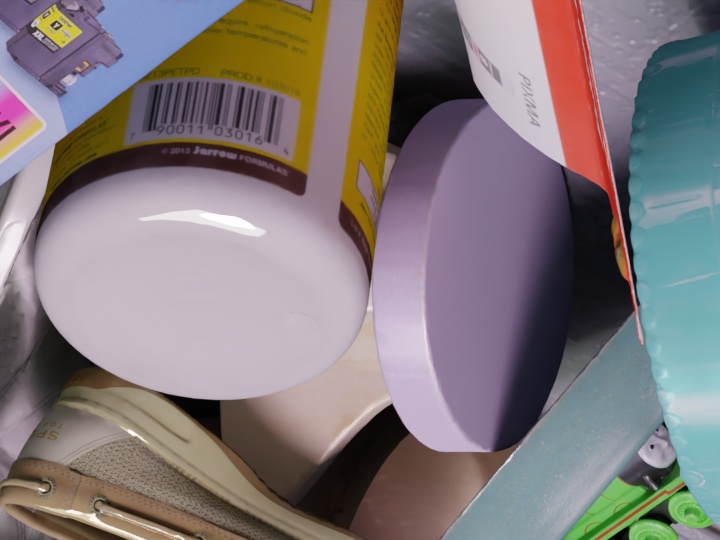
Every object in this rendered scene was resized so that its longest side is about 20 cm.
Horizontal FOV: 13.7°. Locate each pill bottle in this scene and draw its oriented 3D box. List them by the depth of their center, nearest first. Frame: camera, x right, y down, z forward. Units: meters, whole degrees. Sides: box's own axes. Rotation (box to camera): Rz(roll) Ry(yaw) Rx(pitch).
[{"bbox_3d":[-0.043,-0.065,1.004,0.109,0.201,0.110,4,142,4],"label":"pill bottle"}]

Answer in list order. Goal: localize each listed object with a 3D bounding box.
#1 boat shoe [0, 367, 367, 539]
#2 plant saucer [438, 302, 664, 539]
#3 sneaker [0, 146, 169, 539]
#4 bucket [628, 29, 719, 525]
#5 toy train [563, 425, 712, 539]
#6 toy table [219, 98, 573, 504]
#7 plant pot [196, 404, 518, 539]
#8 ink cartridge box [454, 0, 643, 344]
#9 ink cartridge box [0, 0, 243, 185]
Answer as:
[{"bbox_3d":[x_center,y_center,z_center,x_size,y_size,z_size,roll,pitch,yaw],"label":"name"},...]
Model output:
[{"bbox_3d":[-0.039,0.117,1.095,0.200,0.063,0.073,39,153,-11],"label":"boat shoe"},{"bbox_3d":[0.087,0.065,1.155,0.036,0.200,0.200,40,139,5],"label":"plant saucer"},{"bbox_3d":[-0.113,0.021,1.170,0.099,0.201,0.071,14,-175,-20],"label":"sneaker"},{"bbox_3d":[0.183,-0.004,1.051,0.134,0.208,0.208,-7,140,21],"label":"bucket"},{"bbox_3d":[0.091,0.122,1.351,0.056,0.042,0.200,34,136,-14],"label":"toy train"},{"bbox_3d":[0.000,0.000,1.115,0.116,0.185,0.200,-1,175,20],"label":"toy table"},{"bbox_3d":[-0.034,0.133,1.286,0.174,0.201,0.201,9,148,34],"label":"plant pot"},{"bbox_3d":[0.045,-0.098,0.948,0.057,0.201,0.163,-8,140,8],"label":"ink cartridge box"},{"bbox_3d":[-0.081,-0.137,0.891,0.200,0.076,0.137,-38,123,8],"label":"ink cartridge box"}]
